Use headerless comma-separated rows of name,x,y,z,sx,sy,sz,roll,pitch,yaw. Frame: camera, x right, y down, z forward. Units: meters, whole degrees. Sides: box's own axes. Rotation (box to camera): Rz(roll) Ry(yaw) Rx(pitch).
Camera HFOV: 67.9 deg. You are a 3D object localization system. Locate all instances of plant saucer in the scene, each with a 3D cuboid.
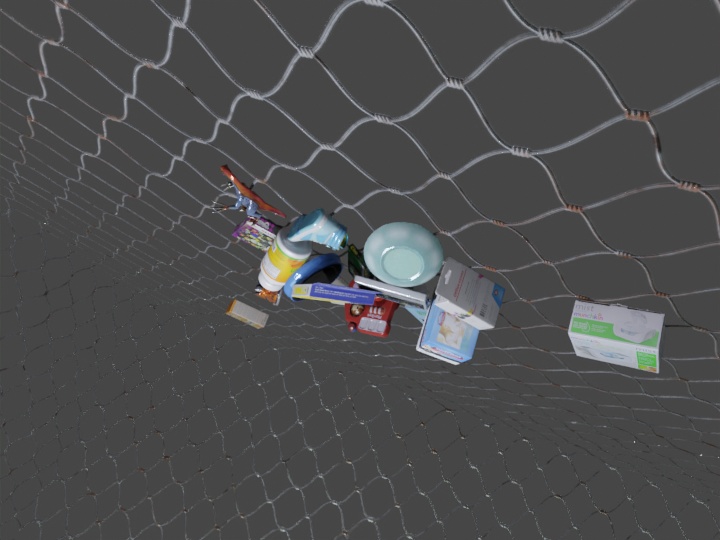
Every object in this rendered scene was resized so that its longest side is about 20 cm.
plant saucer,0.104,-0.026,1.320,0.199,0.039,0.202,5,130,6

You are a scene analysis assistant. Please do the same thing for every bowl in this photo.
bowl,-0.140,0.024,1.635,0.039,0.200,0.201,54,168,17

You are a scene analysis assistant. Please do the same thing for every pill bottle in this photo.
pill bottle,-0.229,-0.027,1.586,0.110,0.112,0.200,26,133,-14

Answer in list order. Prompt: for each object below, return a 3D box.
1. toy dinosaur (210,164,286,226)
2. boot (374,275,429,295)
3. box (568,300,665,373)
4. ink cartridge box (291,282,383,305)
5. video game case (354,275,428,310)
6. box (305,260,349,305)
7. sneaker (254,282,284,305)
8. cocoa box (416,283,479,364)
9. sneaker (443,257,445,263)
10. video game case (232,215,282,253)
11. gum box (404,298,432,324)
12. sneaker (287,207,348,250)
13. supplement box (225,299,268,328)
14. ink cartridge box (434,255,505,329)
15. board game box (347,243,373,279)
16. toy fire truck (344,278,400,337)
toy dinosaur,-0.303,-0.210,1.415,0.198,0.106,0.182,-13,151,-15
boot,0.104,0.048,1.605,0.199,0.073,0.090,30,153,-23
box,0.634,0.160,1.318,0.199,0.097,0.176,10,160,32
ink cartridge box,-0.068,0.067,1.494,0.196,0.047,0.200,10,176,-25
video game case,0.090,0.064,1.492,0.198,0.024,0.182,15,170,12
box,-0.111,0.044,1.829,0.082,0.069,0.200,7,156,36
sneaker,-0.386,0.095,2.233,0.111,0.078,0.200,25,160,-12
cocoa box,0.258,0.142,1.503,0.132,0.201,0.131,21,160,-4
sneaker,0.124,-0.005,1.410,0.199,0.100,0.071,7,154,33
video game case,-0.294,-0.103,1.681,0.180,0.036,0.200,29,159,-21
gum box,0.265,0.154,1.759,0.169,0.045,0.200,5,156,38
sneaker,-0.110,-0.093,1.456,0.130,0.080,0.199,32,159,-25
supplement box,-0.597,0.231,2.814,0.199,0.074,0.126,28,160,-17
ink cartridge box,0.271,0.059,1.400,0.199,0.116,0.068,29,159,-19
board game box,0.000,0.000,1.593,0.105,0.023,0.200,53,167,15
toy fire truck,0.026,0.125,1.747,0.199,0.169,0.112,6,155,36
